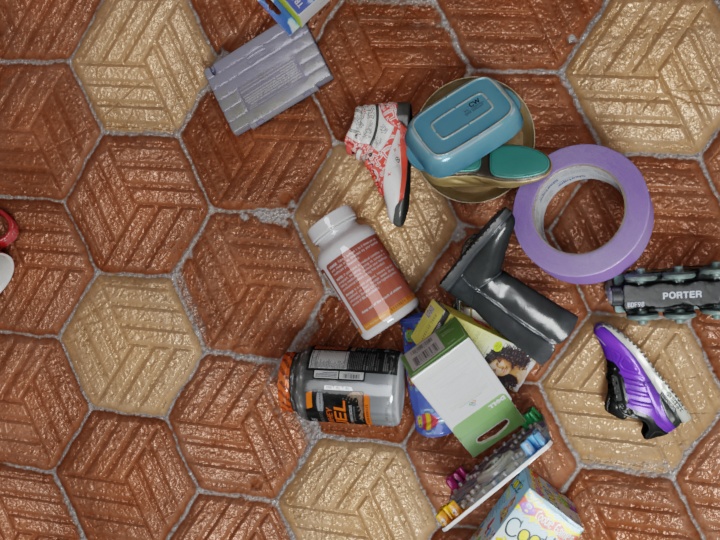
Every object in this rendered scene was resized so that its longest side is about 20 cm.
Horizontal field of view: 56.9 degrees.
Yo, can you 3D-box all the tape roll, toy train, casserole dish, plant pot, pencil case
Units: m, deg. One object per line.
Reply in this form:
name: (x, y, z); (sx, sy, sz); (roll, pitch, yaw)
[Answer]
tape roll: (0.336, -0.084, 1.008); (0.197, 0.065, 0.204); (-7, 75, 28)
toy train: (0.470, 0.030, 1.000); (0.196, 0.114, 0.087); (-5, 95, 11)
casserole dish: (0.157, -0.228, 1.023); (0.198, 0.039, 0.122); (-32, 64, -3)
plant pot: (0.183, -0.211, 1.085); (0.196, 0.027, 0.204); (0, 93, 9)
pencil case: (0.117, 0.168, 1.085); (0.077, 0.086, 0.204); (-8, 90, 46)

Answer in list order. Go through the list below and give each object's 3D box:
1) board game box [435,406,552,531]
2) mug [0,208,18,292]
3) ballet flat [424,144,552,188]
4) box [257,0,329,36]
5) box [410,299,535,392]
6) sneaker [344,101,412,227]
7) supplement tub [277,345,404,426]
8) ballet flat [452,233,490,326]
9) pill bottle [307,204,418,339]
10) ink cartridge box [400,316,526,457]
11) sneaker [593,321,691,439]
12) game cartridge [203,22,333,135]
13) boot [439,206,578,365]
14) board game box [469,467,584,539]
board game box: (0.202, 0.294, 1.012); (0.200, 0.200, 0.026); (-43, 81, 9)
mug: (-0.743, -0.047, 1.221); (0.199, 0.177, 0.134); (37, 134, 10)
ballet flat: (0.198, -0.159, 1.039); (0.196, 0.063, 0.070); (6, 68, 16)
box: (-0.083, -0.501, 1.092); (0.200, 0.048, 0.122); (-42, 85, -3)
box: (0.181, 0.119, 1.036); (0.198, 0.050, 0.076); (24, 103, -23)
sneaker: (0.028, -0.175, 1.094); (0.106, 0.067, 0.205); (2, 89, 11)
supplement tub: (-0.029, 0.187, 1.088); (0.196, 0.122, 0.125); (1, 92, 10)
ballet flat: (0.185, 0.041, 1.073); (0.071, 0.072, 0.204); (2, 93, 10)
pill bottle: (0.000, 0.000, 1.081); (0.111, 0.112, 0.202); (-33, 87, 9)
ink cartridge box: (0.155, 0.178, 0.994); (0.103, 0.059, 0.201); (-35, 119, 4)
sneaker: (0.415, 0.179, 1.038); (0.099, 0.070, 0.201); (-39, 85, 11)
game cartridge: (-0.157, -0.333, 1.137); (0.198, 0.038, 0.131); (-28, 91, 9)
boot: (0.241, 0.025, 0.987); (0.199, 0.066, 0.166); (38, 123, 2)
board game box: (0.248, 0.437, 1.059); (0.102, 0.105, 0.201); (35, 98, 6)
